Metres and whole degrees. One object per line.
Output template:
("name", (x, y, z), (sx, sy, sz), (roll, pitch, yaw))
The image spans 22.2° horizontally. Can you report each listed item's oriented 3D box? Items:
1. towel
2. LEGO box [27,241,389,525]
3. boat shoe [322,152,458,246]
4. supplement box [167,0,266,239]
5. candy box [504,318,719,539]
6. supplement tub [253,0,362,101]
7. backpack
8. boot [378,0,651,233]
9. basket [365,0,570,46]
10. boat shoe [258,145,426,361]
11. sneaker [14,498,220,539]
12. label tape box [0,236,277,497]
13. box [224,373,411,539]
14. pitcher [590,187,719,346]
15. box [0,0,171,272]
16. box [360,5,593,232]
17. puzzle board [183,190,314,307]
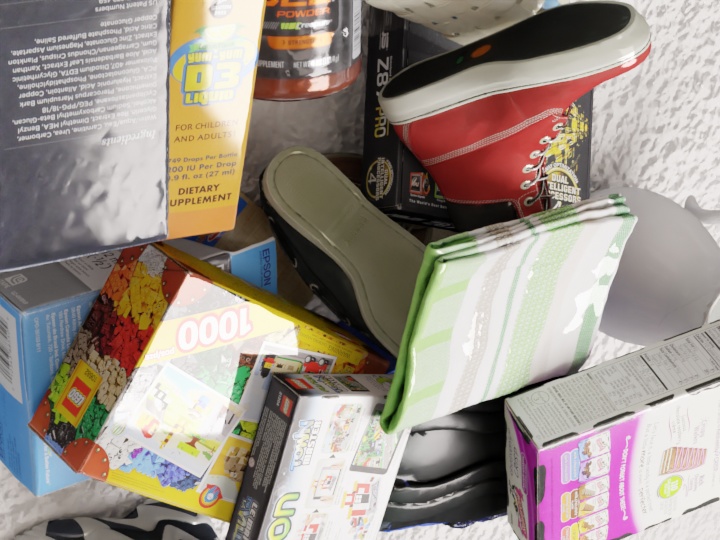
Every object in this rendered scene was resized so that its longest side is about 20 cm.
("towel", (0.104, 0.031, 1.255), (0.199, 0.031, 0.150), (-16, 129, -42))
("LEGO box", (-0.099, 0.082, 1.240), (0.200, 0.077, 0.150), (25, 95, -43))
("boat shoe", (0.026, -0.036, 1.378), (0.199, 0.072, 0.076), (11, 105, -39))
("supplement box", (-0.108, -0.120, 1.156), (0.066, 0.069, 0.201), (-9, 126, -26))
("candy box", (0.206, 0.126, 1.355), (0.199, 0.061, 0.137), (-18, 133, -14))
("supplement tub", (-0.050, -0.220, 1.208), (0.106, 0.107, 0.201), (-16, 121, -29))
("backpack", (0.041, 0.109, 1.397), (0.199, 0.167, 0.164), (-9, 113, -36))
("boot", (0.127, -0.093, 1.241), (0.145, 0.199, 0.073), (58, 38, -22))
("basket", (0.084, -0.264, 1.274), (0.176, 0.139, 0.201), (15, 68, -39))
("boat shoe", (-0.002, 0.001, 1.295), (0.199, 0.066, 0.075), (44, 66, -7))
("sneaker", (-0.176, 0.239, 1.333), (0.198, 0.129, 0.080), (-10, 117, -32))
("label tape box", (-0.155, 0.055, 1.280), (0.199, 0.066, 0.144), (-18, 122, -33))
("box", (-0.035, 0.168, 1.258), (0.110, 0.035, 0.201), (4, 110, -40))
("pitcher", (0.261, -0.009, 1.479), (0.172, 0.200, 0.121), (-47, 131, -7))
("box", (-0.204, -0.134, 1.078), (0.117, 0.196, 0.201), (-13, 120, -30))
("box", (0.090, -0.108, 1.367), (0.199, 0.049, 0.162), (10, 78, -39))
("puzzle board", (-0.128, 0.038, 1.342), (0.200, 0.017, 0.151), (-52, 130, -3))
